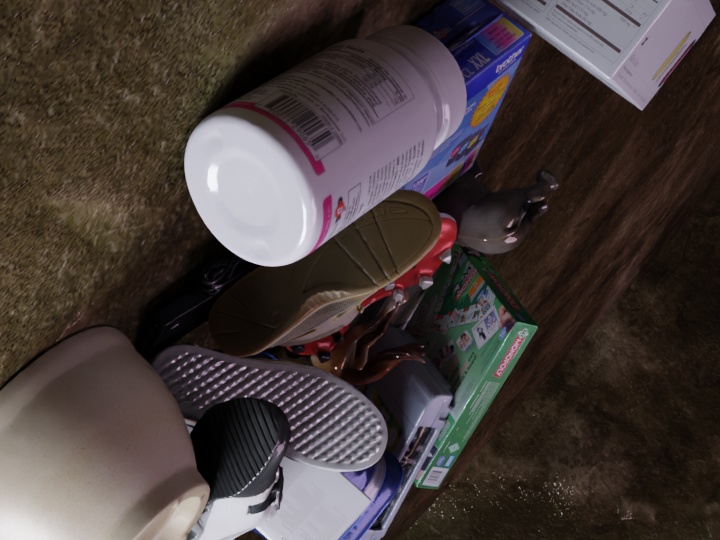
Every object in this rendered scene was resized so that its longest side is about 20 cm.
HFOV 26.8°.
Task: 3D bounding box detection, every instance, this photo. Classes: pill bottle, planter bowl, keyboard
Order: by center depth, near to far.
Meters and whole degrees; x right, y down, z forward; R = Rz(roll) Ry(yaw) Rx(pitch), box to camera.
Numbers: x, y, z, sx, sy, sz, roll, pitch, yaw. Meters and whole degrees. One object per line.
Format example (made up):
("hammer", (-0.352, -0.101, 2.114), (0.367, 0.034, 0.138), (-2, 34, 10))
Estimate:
("pill bottle", (-0.018, -0.094, 1.055), (0.200, 0.113, 0.113), (-37, 160, -42))
("planter bowl", (-0.196, 0.160, 1.103), (0.200, 0.135, 0.200), (-47, 166, -16))
("keyboard", (-0.096, -0.007, 1.209), (0.200, 0.040, 0.104), (-34, 170, -33))

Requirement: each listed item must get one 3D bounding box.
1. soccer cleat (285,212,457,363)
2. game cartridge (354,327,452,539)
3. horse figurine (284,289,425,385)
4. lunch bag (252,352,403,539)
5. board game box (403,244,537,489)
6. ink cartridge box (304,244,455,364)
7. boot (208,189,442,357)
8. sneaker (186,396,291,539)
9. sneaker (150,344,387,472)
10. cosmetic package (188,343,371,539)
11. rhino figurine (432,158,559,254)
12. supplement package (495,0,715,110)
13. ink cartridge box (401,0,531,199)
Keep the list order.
("soccer cleat", (0.000, 0.000, 1.342), (0.200, 0.085, 0.069), (-41, 137, 24))
("game cartridge", (0.013, 0.163, 1.470), (0.040, 0.133, 0.200), (13, 114, -30))
("horse figurine", (-0.013, 0.055, 1.415), (0.050, 0.200, 0.133), (34, 97, -31))
("lunch bag", (-0.063, 0.180, 1.424), (0.136, 0.200, 0.132), (-49, 125, -1))
("board game box", (0.082, 0.090, 1.446), (0.029, 0.135, 0.200), (12, 119, -33))
("ink cartridge box", (0.036, 0.015, 1.553), (0.200, 0.085, 0.146), (-55, 165, 23))
("boot", (-0.015, 0.003, 1.218), (0.200, 0.072, 0.155), (-32, 171, 10))
("sneaker", (-0.091, 0.157, 1.167), (0.088, 0.074, 0.200), (0, 148, -35))
("sneaker", (-0.077, 0.108, 1.228), (0.079, 0.200, 0.078), (152, -41, -76))
("cosmetic package", (-0.093, 0.160, 1.278), (0.083, 0.200, 0.051), (-47, 174, -13))
("rhino figurine", (0.082, -0.059, 1.369), (0.087, 0.200, 0.060), (-42, 124, -31))
("supplement package", (0.201, -0.235, 1.284), (0.111, 0.156, 0.200), (-54, 165, 10))
("ink cartridge box", (0.059, -0.142, 1.252), (0.136, 0.076, 0.200), (-40, 161, -35))
